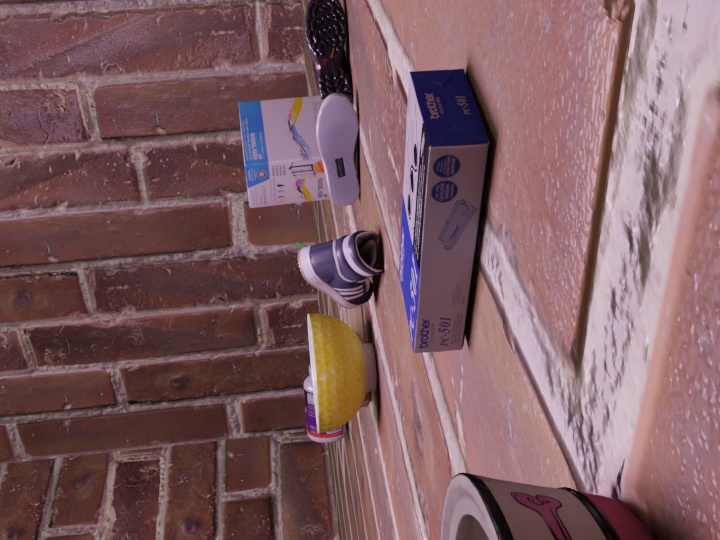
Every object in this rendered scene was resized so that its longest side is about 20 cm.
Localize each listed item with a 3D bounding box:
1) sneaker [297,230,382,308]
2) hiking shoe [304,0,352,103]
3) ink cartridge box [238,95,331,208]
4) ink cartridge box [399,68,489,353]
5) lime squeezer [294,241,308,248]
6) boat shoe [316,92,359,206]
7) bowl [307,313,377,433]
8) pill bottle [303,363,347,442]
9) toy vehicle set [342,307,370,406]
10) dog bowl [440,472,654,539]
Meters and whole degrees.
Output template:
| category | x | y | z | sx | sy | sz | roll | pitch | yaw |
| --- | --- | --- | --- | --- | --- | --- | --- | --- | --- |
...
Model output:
| category | x | y | z | sx | sy | sz | roll | pitch | yaw |
| --- | --- | --- | --- | --- | --- | --- | --- | --- | --- |
| sneaker | 0.000 | 0.000 | 1.262 | 0.200 | 0.107 | 0.071 | 30 | -134 | -59 |
| hiking shoe | -0.060 | -0.372 | 1.456 | 0.101 | 0.074 | 0.204 | -158 | 63 | -80 |
| ink cartridge box | -0.123 | -0.225 | 1.607 | 0.148 | 0.197 | 0.147 | 96 | 166 | -61 |
| ink cartridge box | 0.058 | -0.039 | 0.646 | 0.095 | 0.043 | 0.202 | -98 | 6 | -47 |
| lime squeezer | -0.064 | -0.001 | 1.923 | 0.201 | 0.070 | 0.038 | 54 | 148 | 12 |
| boat shoe | -0.041 | -0.206 | 1.412 | 0.066 | 0.072 | 0.202 | -109 | 16 | -53 |
| bowl | -0.029 | 0.169 | 1.435 | 0.200 | 0.106 | 0.204 | 176 | 90 | -85 |
| pill bottle | -0.094 | 0.349 | 2.271 | 0.113 | 0.110 | 0.203 | -116 | 22 | -75 |
| toy vehicle set | -0.008 | 0.155 | 1.628 | 0.124 | 0.026 | 0.203 | 105 | 160 | -74 |
| dog bowl | 0.089 | 0.188 | 0.371 | 0.200 | 0.072 | 0.204 | 176 | 90 | -85 |
